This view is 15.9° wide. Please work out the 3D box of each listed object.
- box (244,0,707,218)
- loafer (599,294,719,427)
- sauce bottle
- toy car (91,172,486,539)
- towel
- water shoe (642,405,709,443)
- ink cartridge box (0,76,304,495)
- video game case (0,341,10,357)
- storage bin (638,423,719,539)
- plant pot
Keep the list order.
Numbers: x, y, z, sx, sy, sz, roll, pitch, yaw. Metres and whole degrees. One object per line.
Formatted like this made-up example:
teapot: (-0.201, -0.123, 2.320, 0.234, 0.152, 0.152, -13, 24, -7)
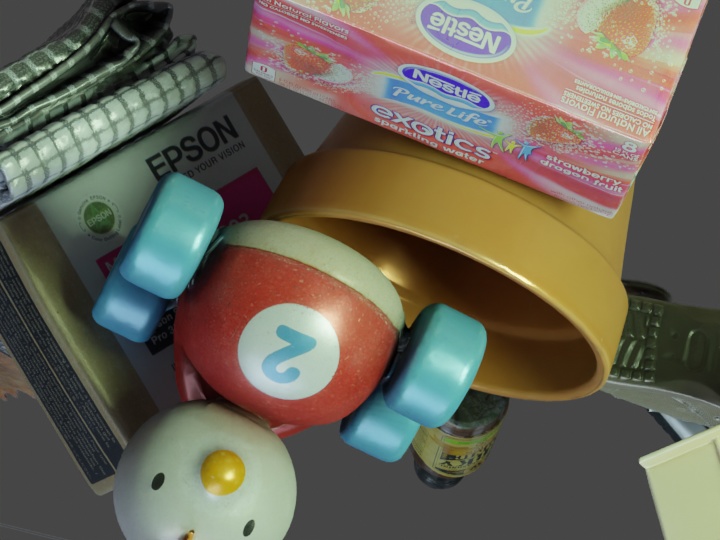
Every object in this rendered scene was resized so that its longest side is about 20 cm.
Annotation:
box: (0.054, -0.117, 1.236, 0.200, 0.095, 0.103, 23, 159, 2)
loafer: (0.221, 0.060, 1.543, 0.200, 0.076, 0.068, 17, 170, 10)
sauce bottle: (0.067, 0.112, 1.856, 0.065, 0.065, 0.200, 22, 162, 5)
toy car: (-0.066, 0.087, 1.323, 0.184, 0.200, 0.177, 26, 160, -7)
towel: (-0.191, -0.087, 1.478, 0.086, 0.166, 0.200, 58, 153, -3)
water shoe: (0.237, 0.092, 1.607, 0.200, 0.079, 0.072, 49, 179, 10)
ink cartridge box: (-0.104, 0.007, 1.471, 0.165, 0.200, 0.075, 59, 147, -3)
video game case: (-0.245, 0.053, 2.102, 0.181, 0.026, 0.200, 31, 159, -22)
storage bin: (0.287, 0.126, 1.426, 0.198, 0.094, 0.200, -25, 156, 25)
plant pot: (0.060, -0.038, 1.364, 0.200, 0.140, 0.200, 21, 161, 7)
